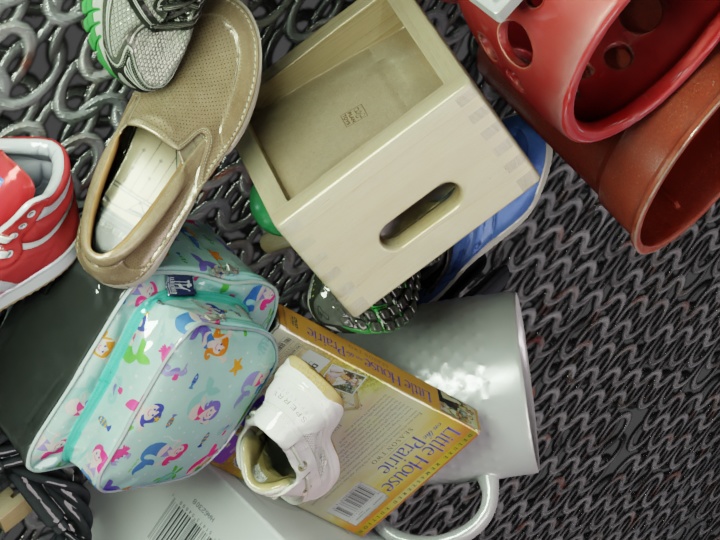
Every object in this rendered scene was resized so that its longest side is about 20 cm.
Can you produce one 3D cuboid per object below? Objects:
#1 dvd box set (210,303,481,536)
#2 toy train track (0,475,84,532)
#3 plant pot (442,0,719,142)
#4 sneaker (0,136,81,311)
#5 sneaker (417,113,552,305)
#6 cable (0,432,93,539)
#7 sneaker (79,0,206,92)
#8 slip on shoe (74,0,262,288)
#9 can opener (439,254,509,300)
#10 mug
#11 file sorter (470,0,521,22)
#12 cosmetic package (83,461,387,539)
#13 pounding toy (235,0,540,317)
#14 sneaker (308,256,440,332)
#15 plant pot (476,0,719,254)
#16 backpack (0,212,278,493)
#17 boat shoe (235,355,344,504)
[{"bbox_3d":[-0.030,0.115,1.679,0.199,0.030,0.146,28,124,-29],"label":"dvd box set"},{"bbox_3d":[-0.196,0.116,1.653,0.200,0.033,0.115,-38,154,-19],"label":"toy train track"},{"bbox_3d":[0.154,-0.222,1.564,0.200,0.183,0.201,-37,158,-17],"label":"plant pot"},{"bbox_3d":[-0.249,-0.005,1.355,0.200,0.071,0.113,-44,160,-29],"label":"sneaker"},{"bbox_3d":[0.075,-0.048,1.815,0.200,0.077,0.111,-47,165,10],"label":"sneaker"},{"bbox_3d":[-0.268,0.179,1.571,0.199,0.051,0.164,15,109,-43],"label":"cable"},{"bbox_3d":[-0.106,-0.186,1.322,0.078,0.085,0.201,-23,145,-43],"label":"sneaker"},{"bbox_3d":[-0.123,-0.086,1.403,0.201,0.076,0.061,-61,169,-6],"label":"slip on shoe"},{"bbox_3d":[0.059,0.044,1.935,0.199,0.063,0.079,-31,153,-34],"label":"can opener"},{"bbox_3d":[0.052,0.126,1.800,0.174,0.202,0.148,-8,165,7],"label":"mug"},{"bbox_3d":[0.096,-0.296,1.439,0.200,0.139,0.125,-47,152,-5],"label":"file sorter"},{"bbox_3d":[-0.089,0.216,1.770,0.123,0.199,0.200,-55,154,13],"label":"cosmetic package"},{"bbox_3d":[-0.001,-0.068,1.524,0.199,0.184,0.142,-37,128,6],"label":"pounding toy"},{"bbox_3d":[0.000,0.000,1.677,0.085,0.079,0.200,-18,-168,22],"label":"sneaker"},{"bbox_3d":[0.207,-0.152,1.735,0.201,0.195,0.201,-42,161,-19],"label":"plant pot"},{"bbox_3d":[-0.146,0.054,1.529,0.178,0.150,0.200,-57,159,17],"label":"backpack"},{"bbox_3d":[-0.059,0.127,1.578,0.069,0.071,0.200,-45,163,-21],"label":"boat shoe"}]
